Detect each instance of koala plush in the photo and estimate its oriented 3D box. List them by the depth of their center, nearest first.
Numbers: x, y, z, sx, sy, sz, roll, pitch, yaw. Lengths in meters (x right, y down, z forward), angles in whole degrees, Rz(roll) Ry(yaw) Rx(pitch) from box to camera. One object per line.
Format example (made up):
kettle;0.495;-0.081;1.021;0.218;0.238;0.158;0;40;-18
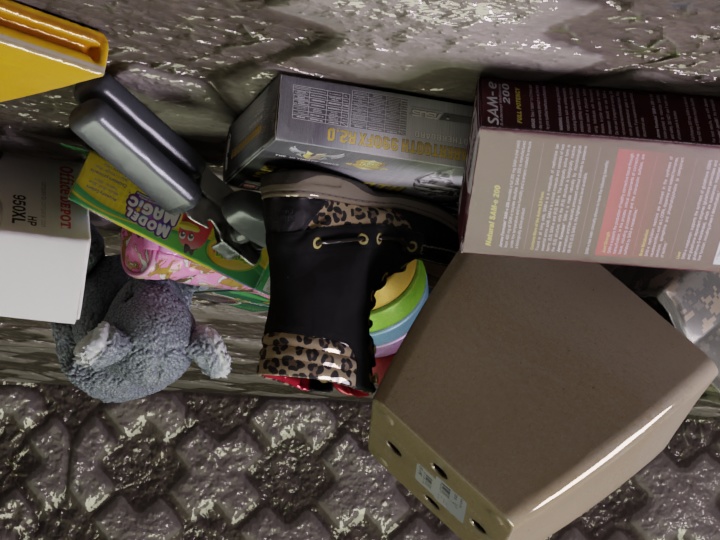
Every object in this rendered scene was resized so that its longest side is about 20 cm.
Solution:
koala plush;-0.216;0.061;1.519;0.176;0.185;0.200;7;-173;-25

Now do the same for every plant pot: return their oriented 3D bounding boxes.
plant pot;0.112;0.099;1.137;0.200;0.177;0.200;42;162;15

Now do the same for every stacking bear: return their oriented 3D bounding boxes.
stacking bear;0.000;0.000;1.340;0.121;0.114;0.200;13;146;24

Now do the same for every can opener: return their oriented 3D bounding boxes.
can opener;-0.119;-0.074;1.099;0.067;0.054;0.200;-21;137;27

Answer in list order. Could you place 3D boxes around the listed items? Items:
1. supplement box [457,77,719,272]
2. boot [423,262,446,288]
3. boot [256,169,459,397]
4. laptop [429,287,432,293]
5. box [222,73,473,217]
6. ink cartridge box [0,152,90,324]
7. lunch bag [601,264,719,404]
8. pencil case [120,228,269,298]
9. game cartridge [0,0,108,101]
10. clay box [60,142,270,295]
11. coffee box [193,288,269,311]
supplement box;0.169;-0.062;1.021;0.199;0.061;0.109;5;132;-2
boot;0.139;-0.008;1.475;0.199;0.077;0.155;-4;173;7
boot;0.001;0.017;1.126;0.073;0.152;0.199;-5;165;42
laptop;0.053;0.073;1.667;0.177;0.104;0.199;-32;156;32
box;0.013;-0.086;1.123;0.199;0.049;0.158;7;170;-18
ink cartridge box;-0.326;-0.036;1.261;0.199;0.085;0.145;7;-151;-16
lunch bag;0.252;0.009;1.188;0.118;0.164;0.200;55;162;-14
pencil case;-0.135;-0.016;1.479;0.199;0.083;0.086;12;143;-34
game cartridge;-0.290;-0.146;0.983;0.199;0.033;0.176;-3;168;45
clay box;-0.150;-0.040;1.248;0.199;0.048;0.115;25;179;12
coffee box;-0.082;0.015;1.725;0.199;0.044;0.123;-3;167;35
